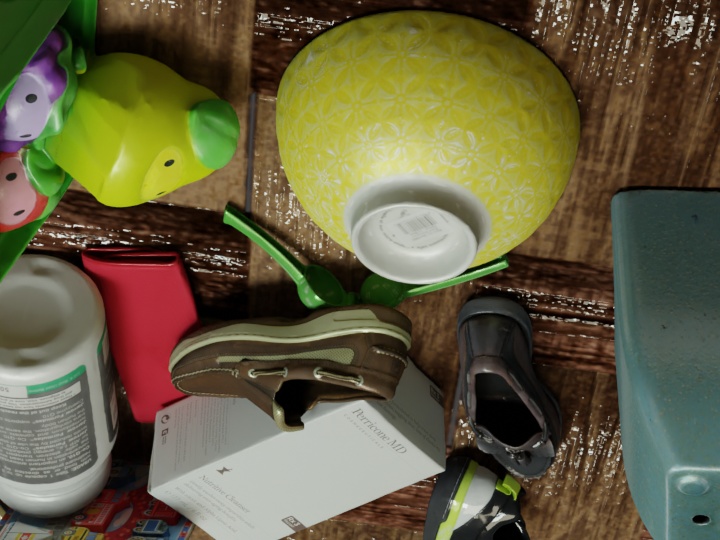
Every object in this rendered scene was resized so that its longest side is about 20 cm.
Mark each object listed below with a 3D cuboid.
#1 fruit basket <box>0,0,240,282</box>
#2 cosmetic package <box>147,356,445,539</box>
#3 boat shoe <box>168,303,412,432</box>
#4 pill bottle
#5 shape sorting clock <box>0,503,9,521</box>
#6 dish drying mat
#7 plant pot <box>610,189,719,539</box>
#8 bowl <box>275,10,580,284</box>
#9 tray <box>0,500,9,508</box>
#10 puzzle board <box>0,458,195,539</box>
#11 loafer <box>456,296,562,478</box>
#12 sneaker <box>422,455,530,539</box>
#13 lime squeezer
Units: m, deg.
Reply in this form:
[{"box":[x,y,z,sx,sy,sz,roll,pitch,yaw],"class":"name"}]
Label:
[{"box":[-0.187,-0.083,1.394,0.215,0.156,0.216,18,141,15],"class":"fruit basket"},{"box":[-0.046,0.126,1.659,0.200,0.081,0.113,-25,133,29],"class":"cosmetic package"},{"box":[-0.057,0.075,1.568,0.202,0.075,0.075,-13,152,37],"class":"boat shoe"},{"box":[-0.237,0.090,1.632,0.113,0.113,0.200,5,141,3],"class":"pill bottle"},{"box":[-0.333,0.217,1.799,0.200,0.039,0.200,30,140,29],"class":"shape sorting clock"},{"box":[-0.150,0.051,1.645,0.077,0.018,0.200,0,142,9],"class":"dish drying mat"},{"box":[0.261,0.086,1.473,0.196,0.200,0.196,1,142,9],"class":"plant pot"},{"box":[0.039,-0.057,1.405,0.200,0.108,0.200,4,142,3],"class":"bowl"},{"box":[-0.300,0.225,1.877,0.098,0.037,0.200,13,142,-7],"class":"tray"},{"box":[-0.200,0.187,1.703,0.150,0.200,0.017,2,109,8],"class":"puzzle board"},{"box":[0.104,0.101,1.628,0.072,0.063,0.200,-3,141,13],"class":"loafer"},{"box":[0.092,0.226,1.770,0.083,0.072,0.200,17,143,10],"class":"sneaker"},{"box":[0.000,0.000,1.552,0.199,0.038,0.071,10,111,-2],"class":"lime squeezer"}]
